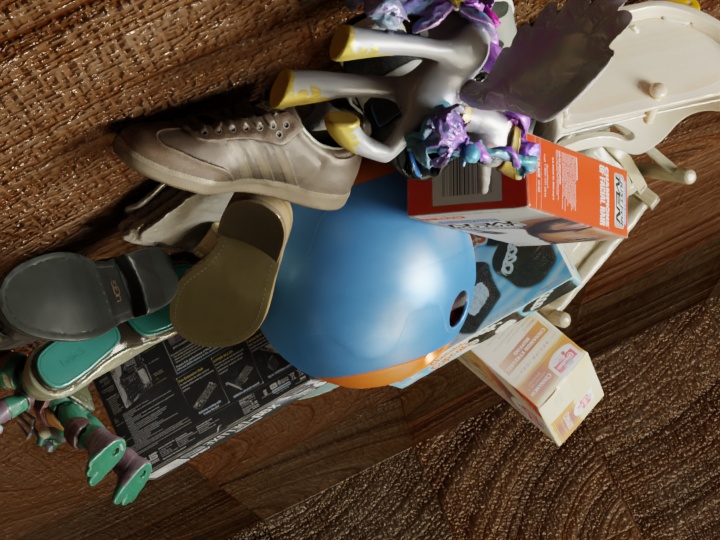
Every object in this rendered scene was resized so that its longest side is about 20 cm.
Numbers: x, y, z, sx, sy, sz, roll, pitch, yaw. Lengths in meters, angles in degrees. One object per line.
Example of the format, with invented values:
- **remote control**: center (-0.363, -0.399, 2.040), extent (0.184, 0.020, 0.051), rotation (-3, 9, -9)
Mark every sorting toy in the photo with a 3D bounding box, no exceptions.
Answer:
- **sorting toy**: center (0.216, -0.141, 1.480), extent (0.198, 0.107, 0.180), rotation (-13, 154, -18)

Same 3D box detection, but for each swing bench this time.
- **swing bench**: center (0.205, -0.048, 1.700), extent (0.199, 0.130, 0.200), rotation (-49, 178, -5)

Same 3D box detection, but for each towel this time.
- **towel**: center (-0.092, -0.078, 1.375), extent (0.199, 0.035, 0.132), rotation (-31, 167, 15)

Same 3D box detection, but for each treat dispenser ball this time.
- **treat dispenser ball**: center (0.000, 0.000, 1.476), extent (0.200, 0.202, 0.201), rotation (-25, 167, -6)

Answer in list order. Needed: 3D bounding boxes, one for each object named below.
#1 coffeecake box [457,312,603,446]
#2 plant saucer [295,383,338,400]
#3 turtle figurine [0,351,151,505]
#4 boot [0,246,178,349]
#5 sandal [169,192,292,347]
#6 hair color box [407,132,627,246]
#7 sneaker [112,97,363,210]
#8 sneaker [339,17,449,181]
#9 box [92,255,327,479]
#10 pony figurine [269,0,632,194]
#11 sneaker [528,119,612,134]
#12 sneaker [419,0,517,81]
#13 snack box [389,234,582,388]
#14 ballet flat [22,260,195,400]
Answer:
- **coffeecake box**: center (0.132, 0.065, 1.653), extent (0.073, 0.200, 0.154), rotation (-48, 157, -5)
- **plant saucer**: center (-0.065, 0.043, 1.647), extent (0.200, 0.201, 0.039), rotation (-24, 130, -11)
- **turtle figurine**: center (-0.284, 0.131, 1.550), extent (0.101, 0.199, 0.149), rotation (-62, 152, 4)
- **boot**: center (-0.259, 0.036, 1.373), extent (0.173, 0.070, 0.199), rotation (-17, 175, 35)
- **sandal**: center (-0.093, -0.016, 1.386), extent (0.070, 0.077, 0.212), rotation (-65, -176, -38)
- **hair color box**: center (0.133, -0.063, 1.414), extent (0.110, 0.065, 0.199), rotation (-4, 173, 32)
- **sneaker**: center (-0.085, -0.098, 1.247), extent (0.199, 0.070, 0.076), rotation (7, 113, -38)
- **sneaker**: center (0.035, -0.113, 1.308), extent (0.073, 0.113, 0.200), rotation (-27, 167, 7)
- **box**: center (-0.151, 0.079, 1.584), extent (0.199, 0.159, 0.050), rotation (-31, 166, 14)
- **pony figurine**: center (0.066, -0.146, 1.152), extent (0.199, 0.167, 0.194), rotation (14, 121, -29)
- **sneaker**: center (0.154, -0.139, 1.567), extent (0.199, 0.075, 0.087), rotation (-36, 153, 10)
- **sneaker**: center (0.100, -0.161, 1.325), extent (0.074, 0.080, 0.200), rotation (-27, 165, 9)
- **snack box**: center (0.090, 0.009, 1.566), extent (0.199, 0.117, 0.037), rotation (-31, 158, 16)
- **ballet flat**: center (-0.220, 0.052, 1.525), extent (0.199, 0.068, 0.062), rotation (-30, 176, -29)
